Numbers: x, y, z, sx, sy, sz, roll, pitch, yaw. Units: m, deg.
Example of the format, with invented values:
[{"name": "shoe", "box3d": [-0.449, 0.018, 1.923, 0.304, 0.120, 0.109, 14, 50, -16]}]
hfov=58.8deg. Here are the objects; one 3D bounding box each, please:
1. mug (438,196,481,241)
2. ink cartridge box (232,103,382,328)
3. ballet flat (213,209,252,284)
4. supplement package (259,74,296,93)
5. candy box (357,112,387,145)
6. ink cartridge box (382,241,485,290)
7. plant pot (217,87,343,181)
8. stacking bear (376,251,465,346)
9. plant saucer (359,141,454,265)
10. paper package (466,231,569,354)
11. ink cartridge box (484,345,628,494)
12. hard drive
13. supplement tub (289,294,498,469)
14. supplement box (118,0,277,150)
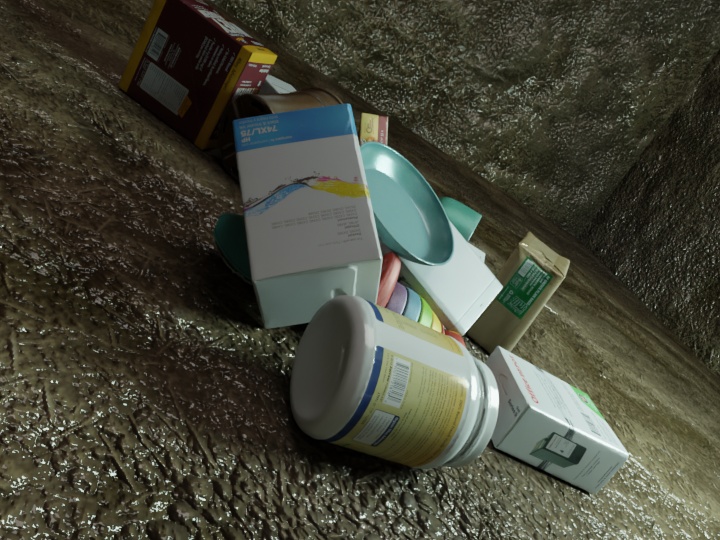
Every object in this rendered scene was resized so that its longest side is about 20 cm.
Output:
[{"name": "mug", "box3d": [0.168, -0.065, 1.362, 0.112, 0.188, 0.153, 29, 42, 7]}, {"name": "ink cartridge box", "box3d": [-0.063, -0.060, 0.755, 0.141, 0.148, 0.206, -9, 66, -7]}, {"name": "ballet flat", "box3d": [-0.116, 0.003, 0.851, 0.198, 0.072, 0.072, 39, 20, 4]}, {"name": "supplement package", "box3d": [-0.180, -0.341, 1.431, 0.116, 0.118, 0.201, 12, 30, -47]}, {"name": "candy box", "box3d": [0.009, -0.181, 1.211, 0.053, 0.202, 0.118, 7, 58, -5]}, {"name": "ink cartridge box", "box3d": [0.082, -0.014, 1.050, 0.196, 0.146, 0.088, 29, 52, -14]}, {"name": "plant pot", "box3d": [-0.142, -0.235, 1.168, 0.200, 0.203, 0.196, 41, 28, 20]}, {"name": "stacking bear", "box3d": [0.069, 0.089, 0.877, 0.198, 0.120, 0.116, 38, 58, -20]}, {"name": "plant saucer", "box3d": [0.054, -0.086, 0.892, 0.198, 0.036, 0.204, 34, 37, -30]}, {"name": "paper package", "box3d": [0.295, 0.046, 1.207, 0.102, 0.203, 0.190, 36, 20, 11]}, {"name": "ink cartridge box", "box3d": [0.272, 0.218, 0.945, 0.196, 0.085, 0.147, 28, 20, -19]}, {"name": "hard drive", "box3d": [0.117, -0.015, 0.961, 0.201, 0.027, 0.131, 50, 52, 1]}, {"name": "supplement tub", "box3d": [0.037, 0.125, 0.680, 0.196, 0.146, 0.145, 24, 21, -28]}, {"name": "supplement box", "box3d": [-0.297, -0.368, 1.178, 0.198, 0.200, 0.133, 35, 19, 2]}]
